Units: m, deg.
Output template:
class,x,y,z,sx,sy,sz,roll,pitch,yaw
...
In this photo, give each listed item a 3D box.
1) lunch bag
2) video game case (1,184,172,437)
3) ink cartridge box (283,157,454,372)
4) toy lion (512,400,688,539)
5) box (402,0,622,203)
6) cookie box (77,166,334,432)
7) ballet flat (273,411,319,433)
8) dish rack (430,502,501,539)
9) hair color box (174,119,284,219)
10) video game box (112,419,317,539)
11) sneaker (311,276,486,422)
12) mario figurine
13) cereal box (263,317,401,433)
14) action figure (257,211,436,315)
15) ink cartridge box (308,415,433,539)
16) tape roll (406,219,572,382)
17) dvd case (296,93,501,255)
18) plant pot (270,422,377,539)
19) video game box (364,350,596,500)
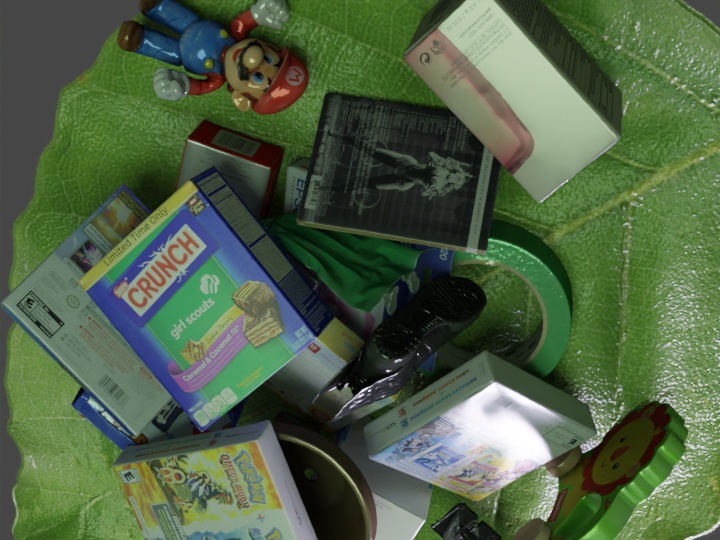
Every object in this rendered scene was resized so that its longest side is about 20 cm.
class,x,y,z,sx,sy,sz,roll,pitch,yaw
lunch bag,-0.225,0.145,1.437,0.170,0.201,0.124,41,118,-9
video game case,-0.249,0.043,1.344,0.200,0.181,0.045,46,162,-6
ink cartridge box,0.000,0.000,1.368,0.198,0.043,0.199,22,120,26
toy lion,0.274,0.234,1.383,0.069,0.201,0.191,43,136,-10
box,0.152,-0.189,1.224,0.109,0.128,0.200,-39,103,27
cookie box,-0.156,0.029,1.271,0.171,0.075,0.201,-39,93,19
ballet flat,-0.107,0.246,1.541,0.072,0.068,0.201,37,132,19
dish rack,0.150,0.332,1.397,0.153,0.200,0.055,40,92,4
hair color box,-0.159,-0.053,1.399,0.100,0.061,0.202,19,118,3
video game box,-0.145,0.268,1.330,0.180,0.047,0.202,-14,109,20
sneaker,0.043,0.081,1.303,0.060,0.199,0.105,47,139,16
mario figurine,-0.145,-0.230,1.281,0.198,0.106,0.125,24,118,1
cereal box,-0.047,0.112,1.416,0.143,0.040,0.200,39,151,-9
action figure,-0.034,-0.017,1.306,0.198,0.118,0.055,25,133,30
ink cartridge box,-0.010,0.299,1.511,0.124,0.129,0.201,28,120,-3
tape roll,0.135,0.044,1.394,0.197,0.048,0.203,5,118,10
dvd case,0.045,-0.102,1.297,0.197,0.151,0.016,9,160,8
plant pot,-0.068,0.245,1.374,0.198,0.093,0.204,8,115,17
video game box,0.135,0.179,1.400,0.182,0.047,0.199,-37,136,26
